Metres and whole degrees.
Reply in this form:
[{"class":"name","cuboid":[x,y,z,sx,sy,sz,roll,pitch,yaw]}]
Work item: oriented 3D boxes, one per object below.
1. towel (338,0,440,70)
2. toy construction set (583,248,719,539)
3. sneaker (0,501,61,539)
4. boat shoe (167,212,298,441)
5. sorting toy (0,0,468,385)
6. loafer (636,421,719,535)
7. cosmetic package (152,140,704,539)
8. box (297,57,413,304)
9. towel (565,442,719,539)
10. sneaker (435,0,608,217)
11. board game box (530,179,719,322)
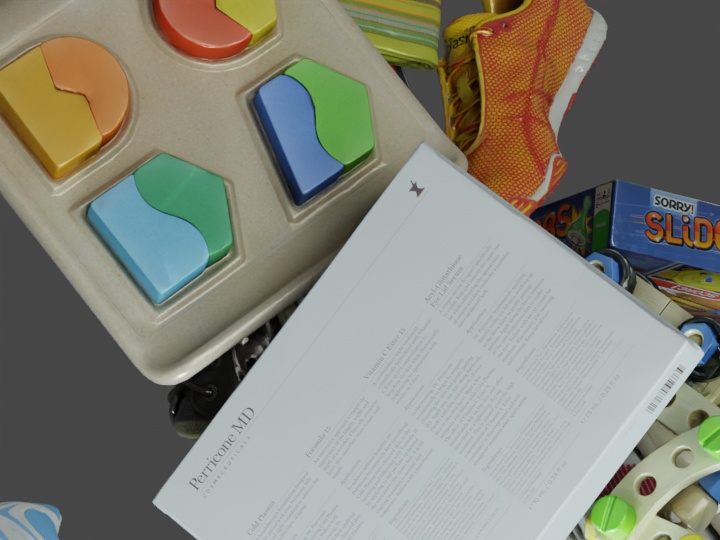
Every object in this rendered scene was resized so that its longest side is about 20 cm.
[{"class":"towel","cuboid":[0.002,-0.195,1.465,0.086,0.018,0.200,13,66,-24]},{"class":"toy construction set","cuboid":[0.109,0.067,1.358,0.200,0.092,0.131,37,90,19]},{"class":"sneaker","cuboid":[-0.129,0.197,1.324,0.072,0.072,0.200,-23,99,-49]},{"class":"boat shoe","cuboid":[-0.055,0.060,1.380,0.065,0.073,0.200,-24,89,-28]},{"class":"sorting toy","cuboid":[-0.077,-0.073,1.363,0.185,0.036,0.200,-36,78,-20]},{"class":"loafer","cuboid":[0.194,0.092,1.449,0.200,0.068,0.076,53,31,0]},{"class":"cosmetic package","cuboid":[0.029,0.068,1.304,0.151,0.052,0.200,38,92,16]},{"class":"box","cuboid":[0.000,0.000,1.441,0.110,0.035,0.200,-22,92,-29]},{"class":"towel","cuboid":[0.139,0.117,1.438,0.144,0.023,0.200,5,55,-49]},{"class":"sneaker","cuboid":[0.062,-0.076,1.450,0.077,0.073,0.200,36,39,-17]},{"class":"board game box","cuboid":[0.172,0.005,1.474,0.200,0.135,0.035,13,74,-26]}]
